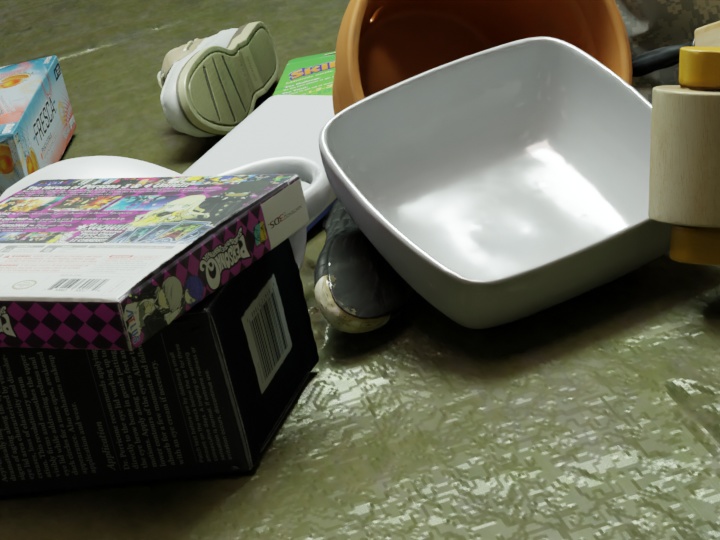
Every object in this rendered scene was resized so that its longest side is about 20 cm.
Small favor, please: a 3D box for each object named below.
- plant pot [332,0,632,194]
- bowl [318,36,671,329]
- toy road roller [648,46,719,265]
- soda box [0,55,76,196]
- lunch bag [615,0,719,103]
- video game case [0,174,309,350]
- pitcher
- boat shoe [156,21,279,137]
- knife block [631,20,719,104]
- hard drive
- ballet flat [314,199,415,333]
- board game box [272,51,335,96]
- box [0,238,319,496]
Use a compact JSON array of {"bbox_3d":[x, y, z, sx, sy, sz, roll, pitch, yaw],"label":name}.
[{"bbox_3d":[0.066,-0.128,1.769,0.200,0.201,0.140,-21,0,-19],"label":"plant pot"},{"bbox_3d":[0.092,-0.047,1.617,0.199,0.075,0.200,-23,46,-22],"label":"bowl"},{"bbox_3d":[0.271,-0.069,1.545,0.199,0.123,0.146,3,8,6],"label":"toy road roller"},{"bbox_3d":[-0.282,-0.108,2.106,0.063,0.069,0.200,-11,21,8],"label":"soda box"},{"bbox_3d":[0.230,-0.204,1.833,0.167,0.201,0.139,-15,19,-7],"label":"lunch bag"},{"bbox_3d":[-0.159,-0.007,1.492,0.199,0.036,0.181,0,24,34],"label":"video game case"},{"bbox_3d":[-0.127,-0.025,1.706,0.199,0.122,0.172,1,30,17],"label":"pitcher"},{"bbox_3d":[-0.127,-0.149,2.126,0.068,0.075,0.200,-13,12,20],"label":"boat shoe"},{"bbox_3d":[0.253,-0.130,1.693,0.175,0.064,0.200,-2,-13,3],"label":"knife block"},{"bbox_3d":[-0.061,-0.071,1.890,0.132,0.025,0.200,3,31,32],"label":"hard drive"},{"bbox_3d":[0.000,0.000,1.675,0.057,0.066,0.200,-50,8,20],"label":"ballet flat"},{"bbox_3d":[-0.022,-0.139,2.082,0.095,0.030,0.200,-9,23,11],"label":"board game box"},{"bbox_3d":[-0.145,0.050,1.537,0.199,0.105,0.148,-7,21,19],"label":"box"}]
